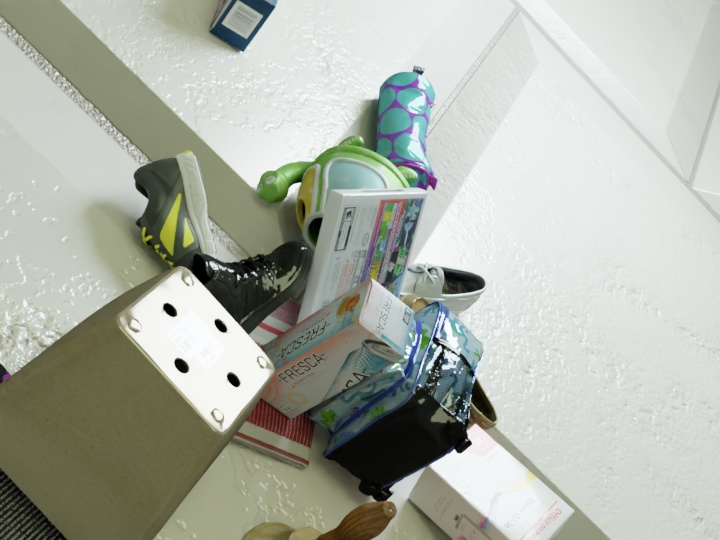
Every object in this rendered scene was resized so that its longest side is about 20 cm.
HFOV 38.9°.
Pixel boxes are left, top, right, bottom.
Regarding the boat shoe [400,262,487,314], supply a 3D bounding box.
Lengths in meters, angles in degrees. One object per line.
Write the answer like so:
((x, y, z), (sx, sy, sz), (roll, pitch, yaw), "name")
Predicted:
((0.088, 0.019, 1.368), (0.198, 0.068, 0.073), (14, 53, -34), "boat shoe")

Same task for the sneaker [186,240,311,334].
((-0.141, 0.015, 1.091), (0.200, 0.060, 0.105), (-47, 130, -20), "sneaker")

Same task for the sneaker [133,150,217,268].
((-0.209, -0.034, 1.159), (0.083, 0.075, 0.203), (-10, 75, -10), "sneaker")

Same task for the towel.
((-0.108, 0.113, 1.168), (0.143, 0.023, 0.202), (27, 49, -27), "towel")

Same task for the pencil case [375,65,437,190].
((0.068, -0.201, 1.493), (0.091, 0.086, 0.202), (7, 53, -3), "pencil case")

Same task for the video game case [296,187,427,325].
((0.000, 0.000, 1.214), (0.023, 0.202, 0.181), (24, 18, 32), "video game case")

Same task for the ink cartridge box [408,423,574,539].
((0.170, 0.290, 1.205), (0.200, 0.068, 0.116), (40, 38, 19), "ink cartridge box")

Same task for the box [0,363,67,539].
((-0.316, 0.199, 0.916), (0.201, 0.036, 0.143), (51, 41, -3), "box")

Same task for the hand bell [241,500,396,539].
((-0.029, 0.267, 0.994), (0.103, 0.200, 0.105), (22, 49, -28), "hand bell")

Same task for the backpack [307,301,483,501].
((0.047, 0.129, 1.172), (0.147, 0.183, 0.201), (43, 37, -9), "backpack")

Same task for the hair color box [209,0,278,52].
((-0.149, -0.416, 1.444), (0.060, 0.100, 0.202), (28, 46, -21), "hair color box")

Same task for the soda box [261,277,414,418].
((-0.034, 0.087, 1.087), (0.068, 0.199, 0.064), (37, 46, -21), "soda box")

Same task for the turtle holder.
((-0.026, -0.090, 1.292), (0.185, 0.141, 0.132), (43, 43, -10), "turtle holder")

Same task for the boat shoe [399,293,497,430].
((0.112, 0.116, 1.307), (0.073, 0.062, 0.202), (-32, 94, -45), "boat shoe")

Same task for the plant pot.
((-0.197, 0.117, 0.935), (0.200, 0.177, 0.200), (48, 27, -4), "plant pot")
